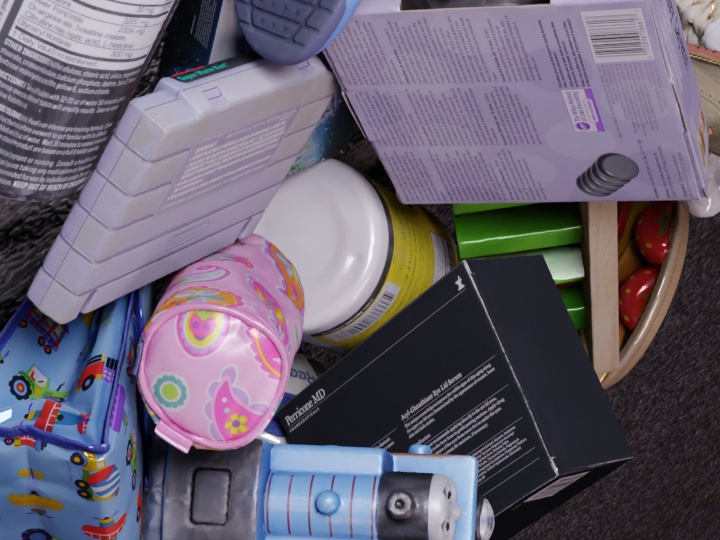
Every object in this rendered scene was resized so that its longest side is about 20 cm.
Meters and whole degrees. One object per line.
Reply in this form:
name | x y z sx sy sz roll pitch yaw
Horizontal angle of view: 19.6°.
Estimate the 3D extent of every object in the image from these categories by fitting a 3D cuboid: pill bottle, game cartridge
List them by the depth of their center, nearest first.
pill bottle | -0.130 -0.138 0.930 0.106 0.106 0.201 -10 138 -51
game cartridge | -0.086 -0.053 1.084 0.200 0.038 0.130 -29 150 -61
pill bottle | 0.000 0.000 1.341 0.111 0.111 0.200 -48 156 7

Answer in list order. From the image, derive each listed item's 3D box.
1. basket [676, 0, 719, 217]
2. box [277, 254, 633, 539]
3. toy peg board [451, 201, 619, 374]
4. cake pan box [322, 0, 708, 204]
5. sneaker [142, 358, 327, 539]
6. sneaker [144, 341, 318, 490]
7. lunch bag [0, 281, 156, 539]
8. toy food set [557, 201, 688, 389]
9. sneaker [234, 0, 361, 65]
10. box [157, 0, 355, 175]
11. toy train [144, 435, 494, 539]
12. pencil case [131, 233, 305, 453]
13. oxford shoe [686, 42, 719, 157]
basket | 0.245 -0.182 1.376 0.200 0.161 0.199 -39 155 -18
box | 0.053 0.100 1.282 0.079 0.142 0.200 -8 156 -45
toy peg board | 0.102 -0.064 1.344 0.097 0.200 0.201 -8 142 1
cake pan box | 0.083 -0.105 1.121 0.200 0.183 0.053 58 34 -54
sneaker | -0.076 0.154 1.458 0.199 0.116 0.075 -34 154 -22
sneaker | -0.088 0.113 1.364 0.199 0.115 0.081 -27 160 -32
lunch bag | -0.152 0.066 1.169 0.151 0.093 0.201 88 12 -46
toy food set | 0.185 0.006 1.594 0.048 0.198 0.201 21 115 -15
sneaker | 0.002 -0.194 1.039 0.082 0.074 0.201 7 109 -61
box | -0.047 -0.127 1.158 0.136 0.038 0.201 -26 150 -35
toy train | -0.025 0.137 1.188 0.114 0.199 0.087 44 50 -76
pencil case | -0.076 0.037 1.148 0.088 0.087 0.200 -49 -173 11
oxford shoe | 0.180 -0.095 1.232 0.199 0.075 0.070 25 146 -22
